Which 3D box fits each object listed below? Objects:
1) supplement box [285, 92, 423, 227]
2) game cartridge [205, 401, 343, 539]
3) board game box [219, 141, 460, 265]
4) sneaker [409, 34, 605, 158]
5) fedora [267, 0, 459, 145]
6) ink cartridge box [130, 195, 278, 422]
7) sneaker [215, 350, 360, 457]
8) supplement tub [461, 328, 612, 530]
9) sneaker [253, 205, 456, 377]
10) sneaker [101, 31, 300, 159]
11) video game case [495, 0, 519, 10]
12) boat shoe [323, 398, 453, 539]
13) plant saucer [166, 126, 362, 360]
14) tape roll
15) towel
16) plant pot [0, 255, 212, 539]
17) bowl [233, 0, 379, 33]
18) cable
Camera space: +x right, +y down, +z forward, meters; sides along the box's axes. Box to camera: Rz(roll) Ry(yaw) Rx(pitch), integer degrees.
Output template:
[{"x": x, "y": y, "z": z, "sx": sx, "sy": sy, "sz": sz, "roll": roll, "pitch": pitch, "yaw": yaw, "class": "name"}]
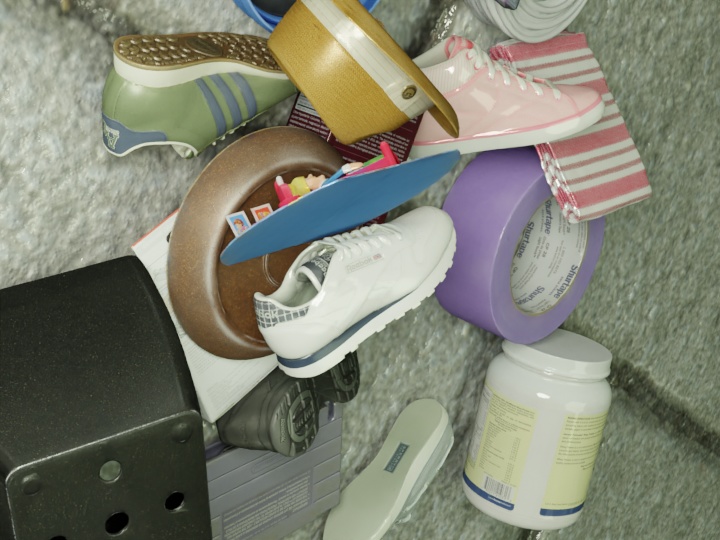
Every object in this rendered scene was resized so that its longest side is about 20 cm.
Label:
[{"x": -0.021, "y": -0.087, "z": 1.117, "sx": 0.108, "sy": 0.061, "sz": 0.201, "roll": 16, "pitch": 97, "yaw": -48, "class": "supplement box"}, {"x": -0.097, "y": 0.205, "z": 1.199, "sx": 0.199, "sy": 0.038, "sz": 0.131, "roll": -21, "pitch": 127, "yaw": -42, "class": "game cartridge"}, {"x": -0.020, "y": -0.064, "z": 0.961, "sx": 0.199, "sy": 0.158, "sz": 0.039, "roll": -19, "pitch": 80, "yaw": -38, "class": "board game box"}, {"x": 0.131, "y": -0.173, "z": 1.185, "sx": 0.199, "sy": 0.075, "sz": 0.105, "roll": -10, "pitch": 112, "yaw": -3, "class": "sneaker"}, {"x": -0.010, "y": -0.153, "z": 0.954, "sx": 0.082, "sy": 0.201, "sz": 0.200, "roll": -42, "pitch": 141, "yaw": 8, "class": "fedora"}, {"x": -0.130, "y": 0.019, "z": 1.056, "sx": 0.109, "sy": 0.050, "sz": 0.201, "roll": -41, "pitch": 134, "yaw": -26, "class": "ink cartridge box"}, {"x": -0.064, "y": 0.102, "z": 1.156, "sx": 0.200, "sy": 0.090, "sz": 0.076, "roll": -38, "pitch": 120, "yaw": -60, "class": "sneaker"}, {"x": 0.203, "y": 0.176, "z": 1.435, "sx": 0.144, "sy": 0.145, "sz": 0.201, "roll": -4, "pitch": 111, "yaw": -48, "class": "supplement tub"}, {"x": 0.000, "y": 0.000, "z": 1.035, "sx": 0.200, "sy": 0.076, "sz": 0.081, "roll": -41, "pitch": 122, "yaw": -26, "class": "sneaker"}, {"x": -0.124, "y": -0.132, "z": 0.985, "sx": 0.200, "sy": 0.067, "sz": 0.090, "roll": -12, "pitch": 132, "yaw": -51, "class": "sneaker"}, {"x": 0.108, "y": -0.320, "z": 1.052, "sx": 0.200, "sy": 0.019, "sz": 0.144, "roll": 19, "pitch": 91, "yaw": -58, "class": "video game case"}, {"x": 0.038, "y": 0.232, "z": 1.336, "sx": 0.201, "sy": 0.070, "sz": 0.072, "roll": -54, "pitch": 136, "yaw": -19, "class": "boat shoe"}, {"x": -0.067, "y": -0.016, "z": 1.035, "sx": 0.199, "sy": 0.034, "sz": 0.202, "roll": -19, "pitch": 119, "yaw": -37, "class": "plant saucer"}, {"x": 0.170, "y": -0.030, "z": 1.345, "sx": 0.199, "sy": 0.085, "sz": 0.201, "roll": -24, "pitch": 124, "yaw": -40, "class": "tape roll"}, {"x": 0.218, "y": -0.150, "z": 1.298, "sx": 0.146, "sy": 0.030, "sz": 0.201, "roll": -17, "pitch": 82, "yaw": -43, "class": "towel"}, {"x": -0.206, "y": 0.132, "z": 0.894, "sx": 0.199, "sy": 0.177, "sz": 0.201, "roll": -16, "pitch": 120, "yaw": -27, "class": "plant pot"}, {"x": -0.040, "y": -0.286, "z": 1.015, "sx": 0.200, "sy": 0.039, "sz": 0.202, "roll": -24, "pitch": 125, "yaw": -40, "class": "bowl"}, {"x": 0.164, "y": -0.323, "z": 1.206, "sx": 0.200, "sy": 0.069, "sz": 0.201, "roll": 30, "pitch": 86, "yaw": -52, "class": "cable"}]
